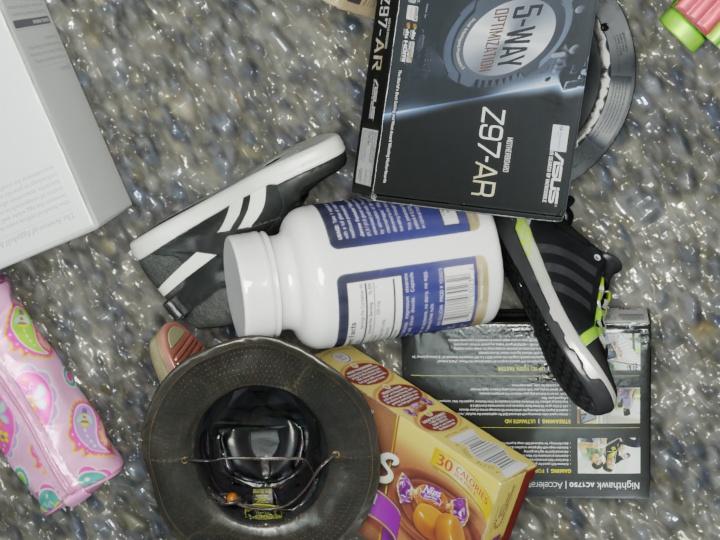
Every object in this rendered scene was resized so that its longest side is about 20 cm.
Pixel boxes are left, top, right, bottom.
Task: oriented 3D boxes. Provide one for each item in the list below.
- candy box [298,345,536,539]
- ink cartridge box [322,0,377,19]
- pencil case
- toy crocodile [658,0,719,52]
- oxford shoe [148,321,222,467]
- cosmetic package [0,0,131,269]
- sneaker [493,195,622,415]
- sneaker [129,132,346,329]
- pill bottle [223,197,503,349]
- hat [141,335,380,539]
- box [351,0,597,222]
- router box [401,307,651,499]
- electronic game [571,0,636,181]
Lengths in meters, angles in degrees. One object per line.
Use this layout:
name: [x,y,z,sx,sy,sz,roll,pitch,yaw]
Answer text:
candy box: [0.032,0.157,1.430,0.200,0.056,0.117,31,118,28]
ink cartridge box: [-0.042,-0.307,1.364,0.200,0.075,0.165,32,104,24]
pencil case: [-0.278,0.102,1.497,0.087,0.087,0.200,-29,97,11]
toy crocodile: [0.239,-0.229,1.384,0.067,0.062,0.200,-43,93,12]
oxford shoe: [-0.138,0.139,1.487,0.074,0.071,0.201,-15,105,23]
cosmetic package: [-0.320,-0.097,1.445,0.199,0.123,0.201,-21,96,10]
sneaker: [0.167,0.014,1.392,0.083,0.072,0.200,-20,60,-5]
sneaker: [-0.077,-0.023,1.461,0.200,0.073,0.112,-27,99,19]
pill bottle: [0.000,0.000,1.392,0.199,0.111,0.112,-8,100,-13]
hat: [-0.074,0.129,1.408,0.200,0.081,0.201,1,114,2]
box: [0.085,-0.143,1.328,0.160,0.044,0.201,6,96,-22]
router box: [0.134,0.107,1.463,0.199,0.051,0.150,0,102,7]
electronic game: [0.116,-0.156,1.422,0.199,0.042,0.201,1,94,12]
